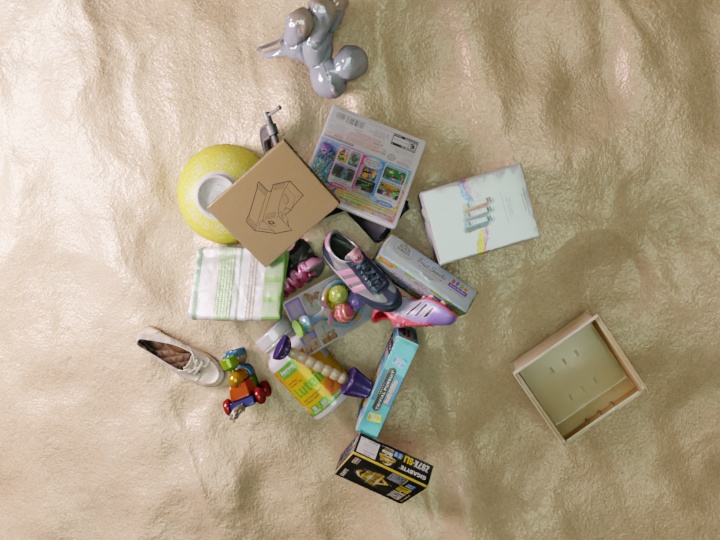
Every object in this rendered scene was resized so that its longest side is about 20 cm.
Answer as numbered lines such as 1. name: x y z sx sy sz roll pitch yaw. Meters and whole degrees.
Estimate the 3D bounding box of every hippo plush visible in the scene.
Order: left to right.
1. hippo plush: -0.074 -0.407 1.551 0.199 0.159 0.162 -34 94 5

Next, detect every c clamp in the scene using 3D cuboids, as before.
1. c clamp: -0.157 -0.207 1.579 0.027 0.170 0.203 -21 103 -20

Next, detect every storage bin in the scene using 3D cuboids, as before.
1. storage bin: 0.434 0.218 1.646 0.199 0.094 0.200 -35 94 5

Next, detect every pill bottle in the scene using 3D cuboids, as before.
1. pill bottle: -0.114 0.191 1.648 0.111 0.111 0.200 -42 94 6

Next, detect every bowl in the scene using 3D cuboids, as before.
1. bowl: -0.273 -0.147 1.614 0.197 0.108 0.204 0 97 2

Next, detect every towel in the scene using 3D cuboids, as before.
1. towel: -0.240 0.028 1.627 0.197 0.031 0.152 1 75 16

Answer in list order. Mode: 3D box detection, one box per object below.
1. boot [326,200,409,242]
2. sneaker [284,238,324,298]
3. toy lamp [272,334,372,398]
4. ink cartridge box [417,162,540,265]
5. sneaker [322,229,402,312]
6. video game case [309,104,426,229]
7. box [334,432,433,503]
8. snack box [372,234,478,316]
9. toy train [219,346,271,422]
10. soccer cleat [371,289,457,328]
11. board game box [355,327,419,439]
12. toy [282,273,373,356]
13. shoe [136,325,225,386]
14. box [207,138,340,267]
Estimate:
1. boot: -0.020 -0.113 1.626 0.200 0.076 0.168 -44 90 0
2. sneaker: -0.171 0.009 1.658 0.199 0.079 0.096 -33 74 4
3. toy lamp: -0.069 0.187 1.574 0.198 0.058 0.059 29 97 -15
4. ink cartridge box: 0.221 -0.105 1.581 0.197 0.145 0.147 -15 92 3
5. sneaker: 0.000 0.000 1.584 0.199 0.082 0.070 39 67 18
6. video game case: 0.006 -0.200 1.586 0.197 0.024 0.184 21 83 -1
7. box: 0.042 0.395 1.631 0.158 0.200 0.050 23 63 -3
8. snack box: 0.119 0.017 1.603 0.199 0.142 0.053 34 76 -2
9. toy train: -0.243 0.219 1.613 0.084 0.200 0.117 -21 91 4
10. soccer cleat: 0.102 0.086 1.591 0.067 0.198 0.077 44 70 -40
11. board game box: 0.052 0.213 1.627 0.046 0.151 0.202 23 97 -1
12. toy: -0.044 0.071 1.619 0.198 0.047 0.116 -28 97 -25
13. shoe: -0.370 0.182 1.683 0.198 0.053 0.071 29 97 -2
14. box: -0.161 -0.123 1.546 0.199 0.021 0.164 -38 110 15
